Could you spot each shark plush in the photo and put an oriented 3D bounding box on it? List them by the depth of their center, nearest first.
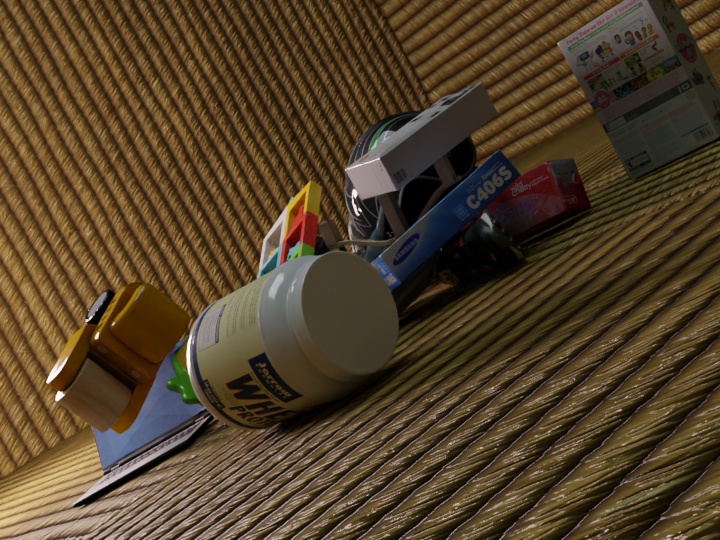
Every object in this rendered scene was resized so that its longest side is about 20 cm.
[{"bbox_3d":[0.000,0.000,1.591,0.091,0.082,0.202,-47,-22,-55],"label":"shark plush"}]

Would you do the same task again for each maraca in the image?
[{"bbox_3d":[-0.187,0.137,1.596,0.135,0.109,0.200,12,20,1],"label":"maraca"}]

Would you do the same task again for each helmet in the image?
[{"bbox_3d":[0.069,-0.119,1.674,0.188,0.203,0.200,-19,3,0],"label":"helmet"}]

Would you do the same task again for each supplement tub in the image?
[{"bbox_3d":[-0.069,0.071,1.216,0.199,0.146,0.144,-27,4,46],"label":"supplement tub"}]

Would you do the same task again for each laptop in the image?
[{"bbox_3d":[-0.310,0.204,1.650,0.186,0.117,0.200,-30,3,11],"label":"laptop"}]

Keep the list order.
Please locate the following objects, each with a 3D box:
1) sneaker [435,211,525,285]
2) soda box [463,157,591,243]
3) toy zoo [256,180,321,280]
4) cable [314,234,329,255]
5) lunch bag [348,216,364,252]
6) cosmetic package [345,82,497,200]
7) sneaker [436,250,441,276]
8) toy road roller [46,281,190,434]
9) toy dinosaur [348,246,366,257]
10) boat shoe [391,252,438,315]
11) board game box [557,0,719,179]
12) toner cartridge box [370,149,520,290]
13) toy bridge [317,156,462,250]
[{"bbox_3d":[0.136,-0.013,1.447,0.090,0.070,0.200,-44,3,-2],"label":"sneaker"},{"bbox_3d":[0.195,-0.072,1.553,0.063,0.071,0.199,-8,-15,-45],"label":"soda box"},{"bbox_3d":[-0.097,-0.030,1.604,0.131,0.020,0.202,-48,26,38],"label":"toy zoo"},{"bbox_3d":[-0.098,0.041,1.728,0.163,0.050,0.203,-42,-29,-63],"label":"cable"},{"bbox_3d":[0.076,-0.053,1.993,0.165,0.142,0.200,-13,6,7],"label":"lunch bag"},{"bbox_3d":[0.078,-0.165,1.530,0.199,0.051,0.082,-39,13,-31],"label":"cosmetic package"},{"bbox_3d":[0.097,-0.024,1.792,0.198,0.077,0.079,-9,-12,42],"label":"sneaker"},{"bbox_3d":[-0.314,0.104,1.624,0.145,0.122,0.202,-32,27,44],"label":"toy road roller"},{"bbox_3d":[-0.019,0.029,1.802,0.077,0.103,0.199,-32,4,-42],"label":"toy dinosaur"},{"bbox_3d":[0.024,0.039,1.517,0.202,0.074,0.065,-44,-33,-22],"label":"boat shoe"},{"bbox_3d":[0.358,-0.236,1.512,0.064,0.202,0.147,-32,4,-42],"label":"board game box"},{"bbox_3d":[0.099,-0.058,1.458,0.200,0.043,0.095,-42,-1,-13],"label":"toner cartridge box"},{"bbox_3d":[0.043,-0.073,1.539,0.198,0.068,0.027,-28,-5,19],"label":"toy bridge"}]
